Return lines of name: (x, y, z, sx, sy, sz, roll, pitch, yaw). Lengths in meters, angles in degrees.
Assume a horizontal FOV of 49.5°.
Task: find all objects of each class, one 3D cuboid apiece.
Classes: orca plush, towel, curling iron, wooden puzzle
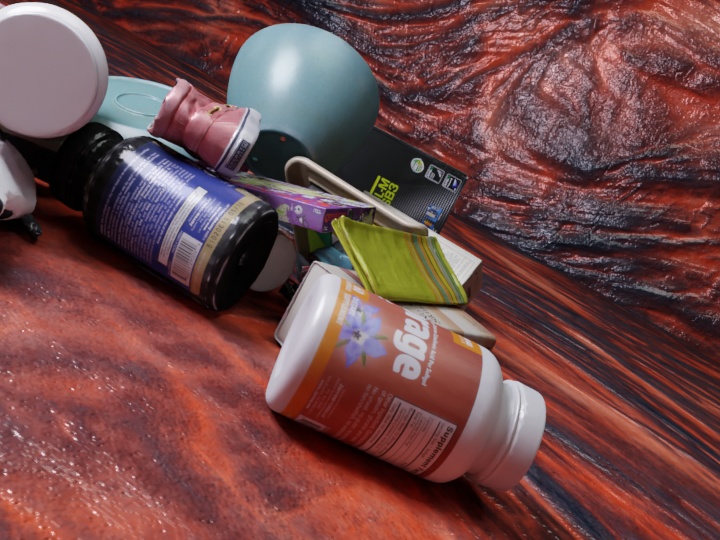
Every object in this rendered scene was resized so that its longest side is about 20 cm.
orca plush: (-0.313, -0.056, 0.636, 0.200, 0.070, 0.106, -127, -163, -55)
towel: (0.046, -0.006, 0.762, 0.199, 0.018, 0.087, 7, 49, -60)
curling iron: (-0.070, 0.005, 0.938, 0.049, 0.026, 0.200, 29, 11, -12)
wooden puzzle: (-0.009, -0.028, 0.952, 0.199, 0.186, 0.037, 30, 56, 25)

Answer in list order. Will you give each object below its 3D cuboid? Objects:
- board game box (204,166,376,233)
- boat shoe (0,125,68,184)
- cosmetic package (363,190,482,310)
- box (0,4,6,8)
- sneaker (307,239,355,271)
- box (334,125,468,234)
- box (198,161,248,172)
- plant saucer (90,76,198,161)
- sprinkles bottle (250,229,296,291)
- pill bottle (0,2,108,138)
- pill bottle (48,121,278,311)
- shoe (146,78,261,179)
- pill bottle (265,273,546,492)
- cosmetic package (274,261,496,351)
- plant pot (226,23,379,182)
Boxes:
board game box: (-0.096, -0.077, 0.819, 0.198, 0.033, 0.120, 17, 16, 23)
boat shoe: (-0.348, -0.119, 0.761, 0.075, 0.062, 0.199, 33, 10, 34)
cosmetic package: (0.055, -0.009, 1.048, 0.199, 0.104, 0.073, 34, -20, 25)
box: (-0.567, -0.312, 0.937, 0.198, 0.123, 0.193, 26, 11, -8)
sneaker: (0.000, 0.000, 0.858, 0.200, 0.095, 0.080, 177, -112, -87)
box: (0.030, -0.095, 1.153, 0.192, 0.201, 0.048, 28, 5, 0)
box: (-0.277, -0.166, 1.030, 0.199, 0.097, 0.175, 35, 14, 29)
plant saucer: (-0.248, -0.178, 0.885, 0.198, 0.028, 0.201, 14, 29, -8)
sprinkles bottle: (-0.146, -0.050, 0.900, 0.068, 0.069, 0.200, 17, 15, -40)
pill bottle: (-0.286, -0.181, 0.704, 0.113, 0.115, 0.200, 22, 8, -23)
pill bottle: (-0.186, -0.056, 0.733, 0.199, 0.113, 0.112, 30, 12, 10)
shoe: (-0.154, -0.148, 0.780, 0.091, 0.072, 0.200, 32, 8, -15)
pill bottle: (0.037, 0.092, 0.603, 0.198, 0.113, 0.112, 26, 12, -9)
cosmetic package: (0.029, 0.065, 0.760, 0.199, 0.088, 0.103, 13, 21, -49)
plant pot: (-0.086, -0.185, 0.983, 0.199, 0.200, 0.136, 25, 50, -10)
